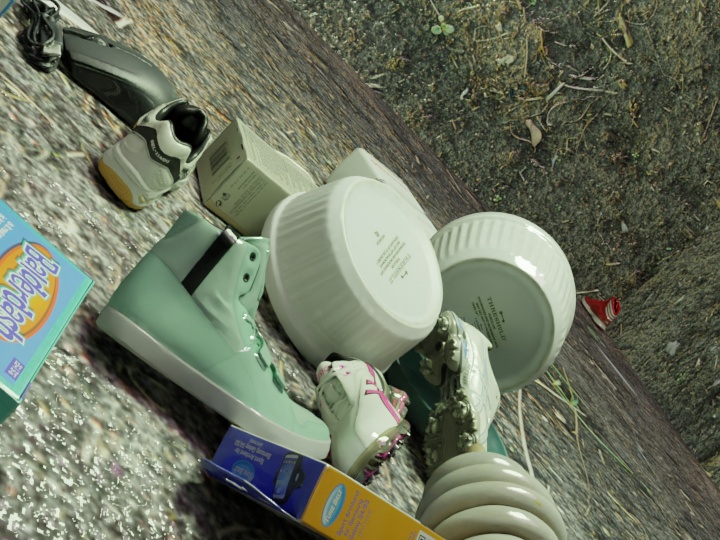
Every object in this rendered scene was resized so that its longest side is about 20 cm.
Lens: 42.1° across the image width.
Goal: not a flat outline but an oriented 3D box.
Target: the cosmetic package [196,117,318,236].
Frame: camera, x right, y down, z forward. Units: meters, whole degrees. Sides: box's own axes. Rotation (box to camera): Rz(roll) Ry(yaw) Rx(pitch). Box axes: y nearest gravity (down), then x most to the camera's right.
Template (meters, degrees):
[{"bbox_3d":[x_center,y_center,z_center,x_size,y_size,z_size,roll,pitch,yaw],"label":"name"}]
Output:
[{"bbox_3d":[-0.084,-0.066,1.042,0.199,0.073,0.104,40,16,-32],"label":"cosmetic package"}]

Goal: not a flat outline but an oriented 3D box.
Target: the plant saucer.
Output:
[{"bbox_3d":[0.090,0.155,1.059,0.200,0.036,0.201,45,13,-13],"label":"plant saucer"}]

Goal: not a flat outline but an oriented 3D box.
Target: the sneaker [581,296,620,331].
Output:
[{"bbox_3d":[0.888,0.132,3.416,0.078,0.115,0.201,39,16,-27],"label":"sneaker"}]

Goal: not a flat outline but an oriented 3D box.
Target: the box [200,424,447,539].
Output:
[{"bbox_3d":[-0.011,0.160,0.607,0.200,0.042,0.118,42,-21,-32],"label":"box"}]

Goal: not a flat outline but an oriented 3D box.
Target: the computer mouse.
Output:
[{"bbox_3d":[-0.250,-0.204,0.950,0.199,0.053,0.139,38,17,-38],"label":"computer mouse"}]

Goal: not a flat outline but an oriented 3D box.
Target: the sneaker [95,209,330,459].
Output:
[{"bbox_3d":[-0.072,0.045,0.657,0.200,0.119,0.073,40,-13,-28],"label":"sneaker"}]

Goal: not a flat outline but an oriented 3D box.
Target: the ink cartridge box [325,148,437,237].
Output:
[{"bbox_3d":[0.047,-0.077,1.456,0.145,0.085,0.202,33,23,-48],"label":"ink cartridge box"}]

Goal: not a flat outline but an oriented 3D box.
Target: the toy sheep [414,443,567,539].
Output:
[{"bbox_3d":[0.103,0.216,0.744,0.138,0.138,0.201,42,19,-22],"label":"toy sheep"}]

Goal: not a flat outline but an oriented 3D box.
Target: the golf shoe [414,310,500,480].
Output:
[{"bbox_3d":[0.114,0.143,0.942,0.096,0.078,0.204,19,58,-35],"label":"golf shoe"}]

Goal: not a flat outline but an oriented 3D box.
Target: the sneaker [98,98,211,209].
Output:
[{"bbox_3d":[-0.169,-0.120,0.870,0.076,0.087,0.201,50,16,-17],"label":"sneaker"}]

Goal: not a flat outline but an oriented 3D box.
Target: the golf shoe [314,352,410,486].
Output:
[{"bbox_3d":[-0.009,0.122,0.785,0.092,0.073,0.200,41,4,-2],"label":"golf shoe"}]

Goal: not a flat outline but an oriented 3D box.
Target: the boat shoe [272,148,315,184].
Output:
[{"bbox_3d":[-0.064,-0.066,1.173,0.199,0.057,0.067,42,50,-12],"label":"boat shoe"}]

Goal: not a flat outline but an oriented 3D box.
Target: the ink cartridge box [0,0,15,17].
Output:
[{"bbox_3d":[-0.343,-0.333,0.811,0.144,0.147,0.201,37,17,-36],"label":"ink cartridge box"}]

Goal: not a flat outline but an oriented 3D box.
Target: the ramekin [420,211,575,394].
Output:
[{"bbox_3d":[0.147,0.045,1.068,0.200,0.200,0.105,46,23,-5],"label":"ramekin"}]

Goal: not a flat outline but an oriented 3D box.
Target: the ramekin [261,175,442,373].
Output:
[{"bbox_3d":[0.000,0.000,0.934,0.201,0.093,0.206,34,42,-37],"label":"ramekin"}]

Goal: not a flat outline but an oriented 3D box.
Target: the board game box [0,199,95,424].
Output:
[{"bbox_3d":[-0.242,-0.018,0.484,0.200,0.045,0.153,44,14,-16],"label":"board game box"}]
